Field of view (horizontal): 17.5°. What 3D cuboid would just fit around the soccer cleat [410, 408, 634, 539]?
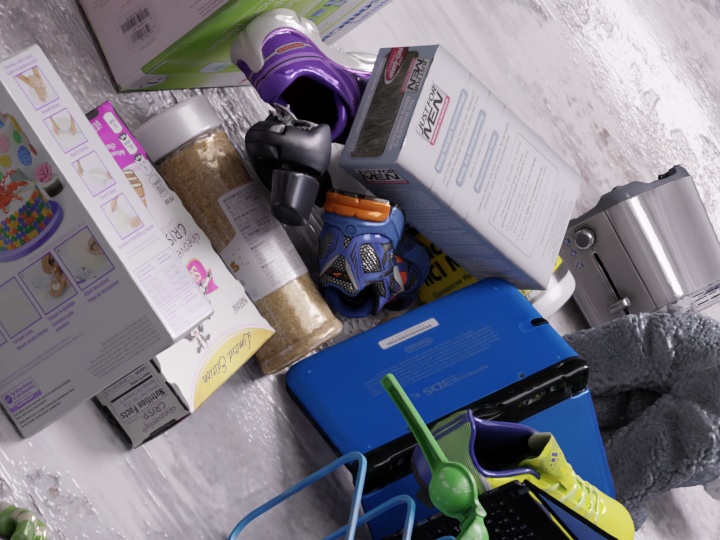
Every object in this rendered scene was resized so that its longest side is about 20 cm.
[{"bbox_3d":[0.127,0.153,1.642,0.200,0.084,0.065,24,33,-30],"label":"soccer cleat"}]

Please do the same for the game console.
[{"bbox_3d":[0.067,0.125,1.714,0.199,0.119,0.171,-23,50,-23],"label":"game console"}]

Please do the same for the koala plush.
[{"bbox_3d":[0.274,0.127,1.961,0.200,0.183,0.178,25,44,-57],"label":"koala plush"}]

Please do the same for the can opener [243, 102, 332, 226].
[{"bbox_3d":[-0.053,-0.072,1.677,0.063,0.079,0.200,21,-2,2],"label":"can opener"}]

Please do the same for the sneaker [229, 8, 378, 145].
[{"bbox_3d":[-0.019,-0.116,1.725,0.200,0.081,0.084,22,37,-45],"label":"sneaker"}]

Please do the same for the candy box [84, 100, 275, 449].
[{"bbox_3d":[-0.160,0.001,1.564,0.200,0.061,0.136,55,32,-7],"label":"candy box"}]

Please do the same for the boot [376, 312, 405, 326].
[{"bbox_3d":[0.091,0.114,1.826,0.200,0.072,0.166,56,18,5],"label":"boot"}]

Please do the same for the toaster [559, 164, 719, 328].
[{"bbox_3d":[0.254,-0.012,2.086,0.200,0.113,0.130,-19,83,-59],"label":"toaster"}]

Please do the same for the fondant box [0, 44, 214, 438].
[{"bbox_3d":[-0.203,-0.016,1.442,0.200,0.144,0.058,56,33,-4],"label":"fondant box"}]

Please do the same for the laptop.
[{"bbox_3d":[0.132,0.237,1.599,0.177,0.199,0.104,50,25,-34],"label":"laptop"}]

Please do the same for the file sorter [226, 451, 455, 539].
[{"bbox_3d":[0.014,0.237,1.534,0.200,0.139,0.123,44,32,-22],"label":"file sorter"}]

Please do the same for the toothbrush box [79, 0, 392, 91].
[{"bbox_3d":[-0.088,-0.207,1.753,0.200,0.145,0.086,-11,72,-56],"label":"toothbrush box"}]

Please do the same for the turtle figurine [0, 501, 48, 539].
[{"bbox_3d":[-0.215,0.200,1.252,0.200,0.144,0.194,56,36,3],"label":"turtle figurine"}]

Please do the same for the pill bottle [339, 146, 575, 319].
[{"bbox_3d":[0.073,-0.037,1.861,0.200,0.112,0.112,55,33,-4],"label":"pill bottle"}]

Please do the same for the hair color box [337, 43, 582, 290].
[{"bbox_3d":[0.077,-0.073,1.729,0.200,0.060,0.099,39,63,-42],"label":"hair color box"}]

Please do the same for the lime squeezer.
[{"bbox_3d":[0.047,0.153,1.512,0.070,0.038,0.200,10,42,-12],"label":"lime squeezer"}]

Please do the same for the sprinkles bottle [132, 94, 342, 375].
[{"bbox_3d":[-0.090,-0.026,1.672,0.200,0.068,0.068,59,32,1],"label":"sprinkles bottle"}]

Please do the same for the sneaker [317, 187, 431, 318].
[{"bbox_3d":[0.000,0.000,1.739,0.200,0.075,0.079,50,58,-70],"label":"sneaker"}]
